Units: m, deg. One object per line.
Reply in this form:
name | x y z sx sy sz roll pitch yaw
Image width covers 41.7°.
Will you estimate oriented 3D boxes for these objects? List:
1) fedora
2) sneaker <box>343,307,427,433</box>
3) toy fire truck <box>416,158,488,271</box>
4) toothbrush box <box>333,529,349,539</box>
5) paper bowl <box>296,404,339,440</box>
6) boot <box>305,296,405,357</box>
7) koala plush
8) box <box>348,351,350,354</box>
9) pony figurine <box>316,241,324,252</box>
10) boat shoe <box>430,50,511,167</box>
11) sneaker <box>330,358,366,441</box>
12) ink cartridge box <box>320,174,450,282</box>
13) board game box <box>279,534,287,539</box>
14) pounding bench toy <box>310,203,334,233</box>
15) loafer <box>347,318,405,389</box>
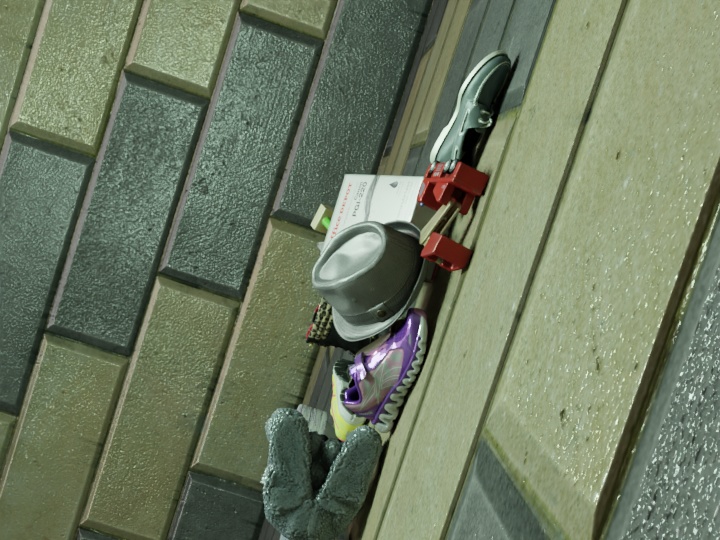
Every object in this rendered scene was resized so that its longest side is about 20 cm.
fedora | 0.000 0.000 1.335 0.199 0.090 0.178 -24 49 37
sneaker | 0.033 0.136 1.331 0.081 0.088 0.201 -76 8 -64
toy fire truck | 0.114 -0.077 1.276 0.142 0.049 0.200 -65 14 -1
toothbrush box | -0.084 0.488 1.393 0.146 0.086 0.201 -98 28 -79
paper bowl | -0.109 0.389 1.971 0.201 0.104 0.202 -162 90 -85
boot | -0.016 0.123 1.569 0.200 0.150 0.074 114 173 -53
koala plush | -0.075 0.314 1.420 0.200 0.176 0.185 128 156 -77
box | 0.030 0.083 1.833 0.200 0.049 0.162 126 163 -76
pony figurine | -0.015 0.012 2.210 0.192 0.166 0.201 -9 54 49
boat shoe | 0.170 -0.217 1.352 0.062 0.073 0.201 50 127 32
sneaker | -0.024 0.234 1.718 0.200 0.078 0.091 -83 9 -65
ink cartridge box | 0.042 -0.070 1.471 0.199 0.084 0.147 8 78 53
board game box | -0.149 0.588 2.075 0.201 0.041 0.200 112 174 -45
pounding bench toy | 0.006 -0.045 1.651 0.156 0.199 0.125 -85 14 -75
loafer | 0.026 0.147 1.469 0.073 0.071 0.201 -77 7 -48
